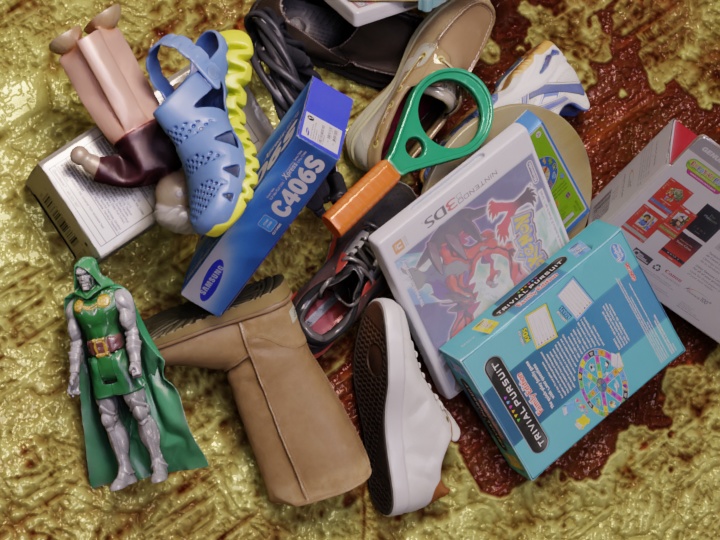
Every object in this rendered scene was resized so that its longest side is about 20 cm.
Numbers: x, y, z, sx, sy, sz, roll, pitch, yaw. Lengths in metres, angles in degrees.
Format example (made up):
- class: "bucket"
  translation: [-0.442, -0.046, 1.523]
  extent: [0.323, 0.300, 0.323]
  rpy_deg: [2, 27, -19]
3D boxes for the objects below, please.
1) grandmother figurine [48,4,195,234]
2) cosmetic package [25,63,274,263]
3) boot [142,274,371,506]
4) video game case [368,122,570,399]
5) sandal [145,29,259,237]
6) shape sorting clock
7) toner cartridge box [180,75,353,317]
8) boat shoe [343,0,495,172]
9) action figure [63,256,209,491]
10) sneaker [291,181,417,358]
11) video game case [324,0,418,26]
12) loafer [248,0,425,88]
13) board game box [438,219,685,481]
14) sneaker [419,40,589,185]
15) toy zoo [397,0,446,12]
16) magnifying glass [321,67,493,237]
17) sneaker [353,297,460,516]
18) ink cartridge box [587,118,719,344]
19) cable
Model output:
- class: "grandmother figurine"
  translation: [-0.190, -0.117, 1.600]
  extent: [0.121, 0.061, 0.201]
  rpy_deg: [-33, 91, -11]
- class: "cosmetic package"
  translation: [-0.185, -0.098, 1.675]
  extent: [0.199, 0.087, 0.104]
  rpy_deg: [-34, 93, -20]
- class: "boot"
  translation: [-0.104, 0.122, 1.678]
  extent: [0.174, 0.066, 0.201]
  rpy_deg: [-17, 108, 15]
- class: "video game case"
  translation: [0.113, -0.007, 1.744]
  extent: [0.182, 0.023, 0.201]
  rpy_deg: [-38, 128, -16]
- class: "sandal"
  translation: [-0.136, -0.119, 1.564]
  extent: [0.087, 0.079, 0.201]
  rpy_deg: [16, 52, -34]
- class: "shape sorting clock"
  translation: [0.136, -0.059, 1.777]
  extent: [0.199, 0.039, 0.202]
  rpy_deg: [-16, 119, -30]
- class: "toner cartridge box"
  translation: [-0.080, -0.061, 1.590]
  extent: [0.043, 0.200, 0.095]
  rpy_deg: [30, 34, -12]
- class: "boat shoe"
  translation: [0.067, -0.168, 1.752]
  extent: [0.074, 0.066, 0.201]
  rpy_deg: [30, 97, -35]
- class: "action figure"
  translation: [-0.212, 0.086, 1.619]
  extent: [0.117, 0.055, 0.202]
  rpy_deg: [-13, 96, 17]
- class: "sneaker"
  translation: [0.000, 0.000, 1.730]
  extent: [0.077, 0.082, 0.201]
  rpy_deg: [37, 72, -11]
- class: "video game case"
  translation: [0.040, -0.294, 1.762]
  extent: [0.199, 0.018, 0.143]
  rpy_deg: [-21, 45, -26]
- class: "loafer"
  translation: [-0.004, -0.218, 1.764]
  extent: [0.198, 0.071, 0.074]
  rpy_deg: [6, 81, -19]
- class: "board game box"
  translation: [0.191, 0.074, 1.770]
  extent: [0.200, 0.047, 0.152]
  rpy_deg: [-38, 116, -12]
- class: "sneaker"
  translation: [0.143, -0.130, 1.804]
  extent: [0.200, 0.075, 0.088]
  rpy_deg: [-44, 98, -19]
- class: "toy zoo"
  translation: [0.036, -0.299, 1.738]
  extent: [0.130, 0.021, 0.201]
  rpy_deg: [-7, 41, -11]
- class: "magnifying glass"
  translation: [0.041, -0.104, 1.685]
  extent: [0.200, 0.022, 0.080]
  rpy_deg: [-44, 98, -21]
- class: "sneaker"
  translation: [0.045, 0.120, 1.734]
  extent: [0.084, 0.073, 0.202]
  rpy_deg: [-10, 103, -26]
- class: "ink cartridge box"
  translation: [0.346, -0.042, 1.805]
  extent: [0.199, 0.176, 0.084]
  rpy_deg: [34, 37, -13]
- class: "cable"
  translation: [-0.054, -0.155, 1.678]
  extent: [0.050, 0.164, 0.201]
  rpy_deg: [-15, 128, 10]
